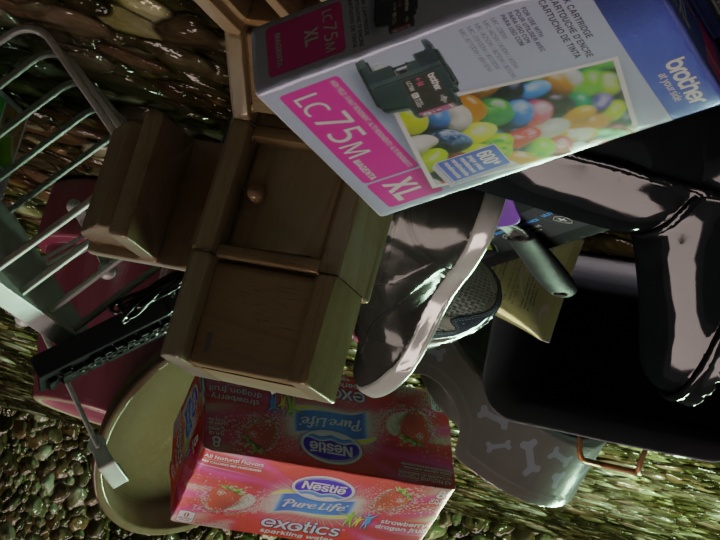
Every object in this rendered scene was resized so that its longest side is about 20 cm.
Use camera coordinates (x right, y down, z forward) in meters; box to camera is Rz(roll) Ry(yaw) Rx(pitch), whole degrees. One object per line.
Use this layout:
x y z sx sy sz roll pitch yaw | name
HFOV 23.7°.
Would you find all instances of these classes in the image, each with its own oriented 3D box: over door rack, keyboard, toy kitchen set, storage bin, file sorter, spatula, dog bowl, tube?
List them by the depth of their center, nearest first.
-0.088 -0.066 0.811 0.163 0.200 0.180 9 166 24 | toy kitchen set
0.087 -0.020 0.995 0.057 0.021 0.200 -2 161 28 | spatula
-0.193 -0.049 1.104 0.139 0.125 0.200 53 180 20 | file sorter
-0.119 0.023 1.109 0.200 0.021 0.127 -27 168 -14 | keyboard
0.047 -0.020 1.148 0.200 0.058 0.052 20 -151 -5 | tube
-0.162 0.029 1.223 0.148 0.200 0.067 -30 164 -3 | over door rack
0.208 0.075 1.235 0.200 0.146 0.134 9 176 27 | storage bin
0.111 0.090 1.337 0.200 0.059 0.200 34 -156 -17 | dog bowl

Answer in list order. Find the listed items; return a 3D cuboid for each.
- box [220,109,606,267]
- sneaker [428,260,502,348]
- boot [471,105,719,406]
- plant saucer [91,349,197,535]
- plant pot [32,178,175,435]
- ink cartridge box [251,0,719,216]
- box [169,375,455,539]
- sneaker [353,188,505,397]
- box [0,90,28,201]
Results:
0.037 -0.066 1.016 0.198 0.050 0.200 19 166 -19 | box
0.005 -0.008 1.026 0.200 0.078 0.086 18 158 -22 | sneaker
0.123 -0.033 0.843 0.168 0.076 0.200 16 130 -2 | boot
-0.133 0.125 1.382 0.029 0.200 0.200 40 -175 40 | plant saucer
-0.187 0.041 1.438 0.200 0.179 0.200 14 168 3 | plant pot
0.069 -0.090 0.709 0.200 0.042 0.119 -20 148 20 | ink cartridge box
-0.038 0.142 1.307 0.200 0.096 0.100 12 136 -16 | box
0.004 -0.005 0.953 0.099 0.071 0.200 21 141 -5 | sneaker
-0.326 -0.054 1.154 0.097 0.200 0.176 12 166 14 | box
